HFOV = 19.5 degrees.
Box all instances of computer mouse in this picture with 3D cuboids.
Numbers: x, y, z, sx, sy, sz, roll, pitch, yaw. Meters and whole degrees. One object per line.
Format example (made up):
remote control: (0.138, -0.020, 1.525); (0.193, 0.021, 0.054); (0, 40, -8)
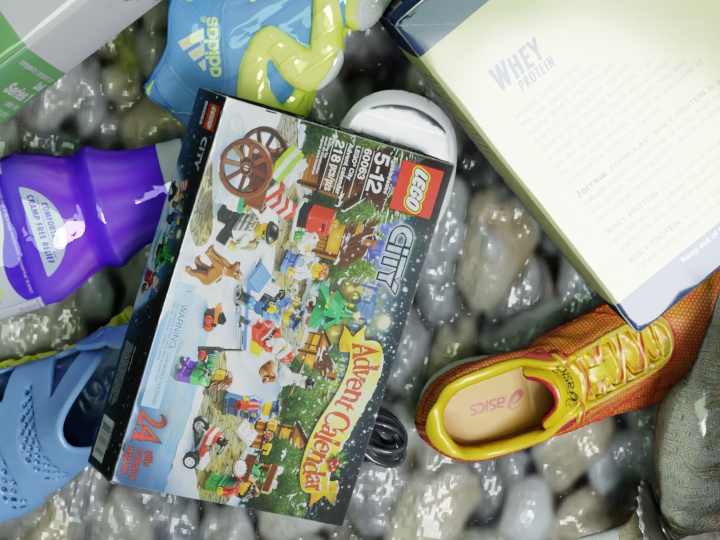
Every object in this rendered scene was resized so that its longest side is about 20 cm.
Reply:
computer mouse: (0.000, 0.000, 1.137); (0.109, 0.044, 0.201); (17, 96, -11)

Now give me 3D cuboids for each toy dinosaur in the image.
toy dinosaur: (0.190, 0.094, 1.125); (0.102, 0.077, 0.201); (-22, 138, -35)

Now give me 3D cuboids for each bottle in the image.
bottle: (-0.183, -0.019, 1.111); (0.199, 0.065, 0.084); (-16, 99, -1)

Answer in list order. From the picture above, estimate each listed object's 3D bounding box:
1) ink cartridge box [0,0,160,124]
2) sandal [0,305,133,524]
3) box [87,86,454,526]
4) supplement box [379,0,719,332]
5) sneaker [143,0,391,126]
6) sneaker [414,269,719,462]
ink cartridge box: (-0.154, -0.194, 1.057); (0.200, 0.084, 0.145); (-37, 81, 3)
sandal: (-0.158, 0.078, 1.119); (0.200, 0.087, 0.080); (-34, 102, 3)
box: (-0.045, 0.021, 1.071); (0.136, 0.038, 0.201); (14, 96, -28)
supplement box: (0.146, -0.116, 1.085); (0.200, 0.134, 0.200); (-40, 100, 3)
sneaker: (-0.043, -0.149, 1.096); (0.105, 0.076, 0.200); (32, 96, -8)
sneaker: (0.127, 0.057, 1.142); (0.199, 0.077, 0.073); (-26, 98, -1)
